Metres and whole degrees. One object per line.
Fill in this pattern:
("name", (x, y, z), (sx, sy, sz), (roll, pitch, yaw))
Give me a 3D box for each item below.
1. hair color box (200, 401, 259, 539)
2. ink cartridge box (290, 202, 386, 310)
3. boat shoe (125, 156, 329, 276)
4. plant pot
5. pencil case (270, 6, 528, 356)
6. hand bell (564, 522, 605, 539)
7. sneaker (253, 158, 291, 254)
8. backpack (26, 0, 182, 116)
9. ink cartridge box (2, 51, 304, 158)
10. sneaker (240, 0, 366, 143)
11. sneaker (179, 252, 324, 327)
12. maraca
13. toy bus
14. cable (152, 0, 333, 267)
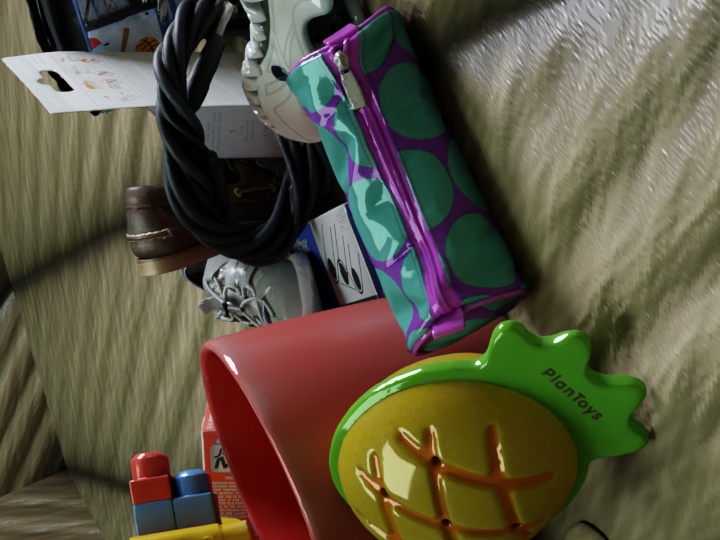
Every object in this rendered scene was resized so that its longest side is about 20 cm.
("hair color box", (-0.082, 0.193, 1.574), (0.111, 0.064, 0.200), (-88, -2, -74))
("ink cartridge box", (0.000, 0.000, 1.526), (0.200, 0.044, 0.094), (161, 88, -76))
("boat shoe", (-0.095, -0.052, 1.557), (0.070, 0.200, 0.070), (-11, 96, 35))
("plant pot", (0.015, 0.104, 1.361), (0.201, 0.177, 0.200), (59, 164, 29))
("pencil case", (0.026, -0.053, 1.278), (0.200, 0.085, 0.092), (65, -168, 8))
("hand bell", (0.071, 0.243, 1.320), (0.104, 0.200, 0.104), (59, 162, 32))
("sneaker", (-0.093, -0.045, 1.741), (0.080, 0.077, 0.200), (-118, 13, -56))
("backpack", (-0.204, -0.229, 1.711), (0.200, 0.154, 0.191), (-122, 23, -58))
("ink cartridge box", (-0.154, -0.123, 1.588), (0.160, 0.200, 0.047), (-138, 48, -60))
("sneaker", (-0.032, -0.142, 1.393), (0.081, 0.075, 0.200), (38, 158, 25))
("sneaker", (-0.079, 0.024, 1.589), (0.200, 0.082, 0.075), (-143, 35, -66))
("maraca", (0.070, 0.097, 1.199), (0.137, 0.200, 0.107), (37, -142, -23))
("toy bus", (-0.116, 0.219, 1.445), (0.200, 0.136, 0.192), (85, 174, -80))
("cable", (-0.080, -0.094, 1.470), (0.051, 0.163, 0.200), (4, 110, 31))
